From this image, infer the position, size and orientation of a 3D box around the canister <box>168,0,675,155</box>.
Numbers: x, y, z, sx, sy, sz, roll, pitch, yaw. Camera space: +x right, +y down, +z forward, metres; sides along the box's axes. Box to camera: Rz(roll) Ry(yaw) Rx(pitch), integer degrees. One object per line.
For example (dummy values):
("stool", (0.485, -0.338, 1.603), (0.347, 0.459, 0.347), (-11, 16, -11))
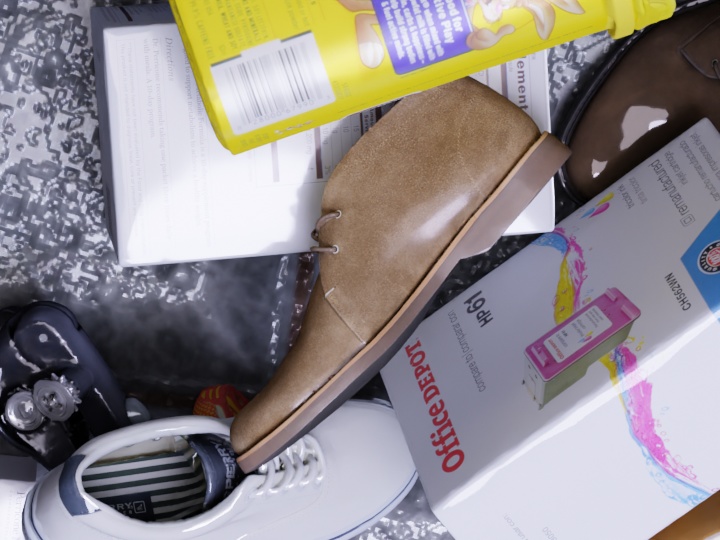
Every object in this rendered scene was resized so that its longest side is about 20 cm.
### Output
("canister", (0.015, -0.146, 1.196), (0.200, 0.087, 0.149), (-19, 86, 1))

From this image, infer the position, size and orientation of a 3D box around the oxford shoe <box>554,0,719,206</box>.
("oxford shoe", (0.178, -0.096, 1.344), (0.200, 0.084, 0.073), (-37, 105, 2))

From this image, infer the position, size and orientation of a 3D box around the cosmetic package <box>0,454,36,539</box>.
("cosmetic package", (-0.206, 0.188, 1.364), (0.082, 0.051, 0.200), (5, 100, -9))

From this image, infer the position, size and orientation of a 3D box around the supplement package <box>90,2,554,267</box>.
("supplement package", (-0.019, -0.071, 1.306), (0.199, 0.114, 0.110), (-5, 101, -7))

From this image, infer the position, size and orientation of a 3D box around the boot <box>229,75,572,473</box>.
("boot", (0.000, 0.000, 1.239), (0.075, 0.074, 0.200), (41, 87, -1))

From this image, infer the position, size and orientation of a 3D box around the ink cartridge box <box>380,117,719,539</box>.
("ink cartridge box", (0.117, 0.044, 1.288), (0.200, 0.145, 0.085), (-37, 118, 9))

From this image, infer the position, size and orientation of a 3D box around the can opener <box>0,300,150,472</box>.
("can opener", (-0.112, 0.101, 1.333), (0.063, 0.079, 0.200), (-30, 96, 20))

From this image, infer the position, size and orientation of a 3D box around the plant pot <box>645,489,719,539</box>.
("plant pot", (0.169, 0.153, 1.338), (0.200, 0.183, 0.201), (-1, 101, -7))

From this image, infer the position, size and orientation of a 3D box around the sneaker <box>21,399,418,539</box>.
("sneaker", (-0.053, 0.097, 1.283), (0.200, 0.071, 0.073), (-13, 76, -29))

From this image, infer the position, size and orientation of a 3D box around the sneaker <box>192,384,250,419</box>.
("sneaker", (-0.047, 0.153, 1.370), (0.077, 0.073, 0.200), (-18, 97, 15))
